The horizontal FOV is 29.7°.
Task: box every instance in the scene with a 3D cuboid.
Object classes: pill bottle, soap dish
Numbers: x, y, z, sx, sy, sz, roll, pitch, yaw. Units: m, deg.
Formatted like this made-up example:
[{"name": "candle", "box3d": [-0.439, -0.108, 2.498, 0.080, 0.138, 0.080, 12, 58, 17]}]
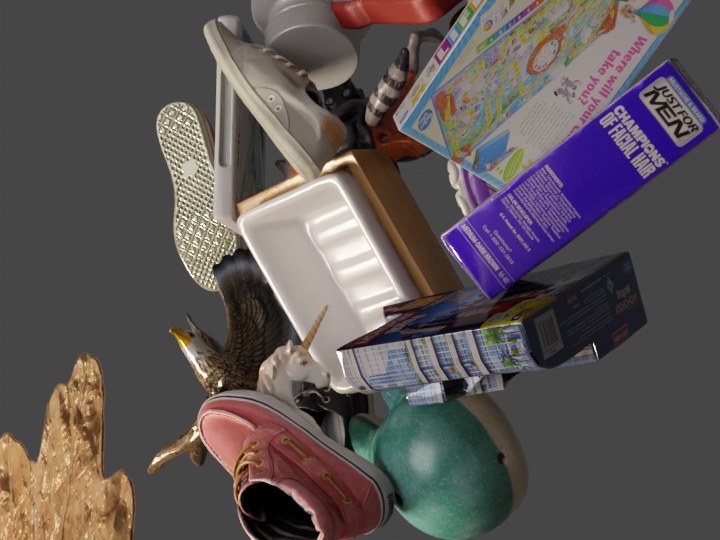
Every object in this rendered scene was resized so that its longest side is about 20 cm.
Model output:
[{"name": "pill bottle", "box3d": [-0.041, -0.263, 1.217, 0.111, 0.111, 0.200, -34, 43, 40]}, {"name": "soap dish", "box3d": [0.000, 0.000, 1.163, 0.157, 0.081, 0.200, -21, 103, 45]}]

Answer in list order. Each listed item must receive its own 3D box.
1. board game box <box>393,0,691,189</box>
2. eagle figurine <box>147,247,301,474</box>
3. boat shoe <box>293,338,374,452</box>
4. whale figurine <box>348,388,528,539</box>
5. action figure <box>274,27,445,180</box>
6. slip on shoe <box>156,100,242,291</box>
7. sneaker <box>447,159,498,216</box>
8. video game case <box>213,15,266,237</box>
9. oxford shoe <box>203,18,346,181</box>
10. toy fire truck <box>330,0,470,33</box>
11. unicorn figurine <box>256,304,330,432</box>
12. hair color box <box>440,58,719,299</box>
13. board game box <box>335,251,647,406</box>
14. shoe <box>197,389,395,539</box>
[{"name": "board game box", "box3d": [0.135, -0.160, 1.022, 0.200, 0.134, 0.034, -55, 20, 17]}, {"name": "eagle figurine", "box3d": [-0.127, 0.091, 1.326, 0.151, 0.200, 0.151, -5, 122, 14]}, {"name": "boat shoe", "box3d": [-0.032, 0.137, 1.247, 0.074, 0.066, 0.200, -24, 70, 44]}, {"name": "whale figurine", "box3d": [0.046, 0.160, 1.122, 0.200, 0.104, 0.159, -8, 110, 56]}, {"name": "action figure", "box3d": [-0.004, -0.142, 1.218, 0.193, 0.104, 0.200, -37, 61, 29]}, {"name": "slip on shoe", "box3d": [-0.162, -0.078, 1.417, 0.074, 0.061, 0.201, -15, 87, 13]}, {"name": "sneaker", "box3d": [0.120, -0.121, 1.101, 0.083, 0.081, 0.201, -1, 89, 35]}, {"name": "video game case", "box3d": [-0.112, -0.129, 1.290, 0.022, 0.200, 0.183, 1, 86, 3]}, {"name": "oxford shoe", "box3d": [-0.070, -0.150, 1.124, 0.058, 0.075, 0.200, -39, 51, 0]}, {"name": "toy fire truck", "box3d": [0.083, -0.265, 1.094, 0.200, 0.112, 0.168, -45, 29, -17]}, {"name": "unicorn figurine", "box3d": [-0.053, 0.152, 1.153, 0.137, 0.074, 0.200, 47, 123, 13]}, {"name": "hair color box", "box3d": [0.161, -0.067, 0.975, 0.200, 0.109, 0.065, -40, 88, 18]}, {"name": "board game box", "box3d": [0.080, 0.052, 1.004, 0.199, 0.200, 0.062, -12, 96, 34]}, {"name": "shoe", "box3d": [-0.075, 0.156, 1.069, 0.200, 0.091, 0.072, 25, 113, 33]}]
